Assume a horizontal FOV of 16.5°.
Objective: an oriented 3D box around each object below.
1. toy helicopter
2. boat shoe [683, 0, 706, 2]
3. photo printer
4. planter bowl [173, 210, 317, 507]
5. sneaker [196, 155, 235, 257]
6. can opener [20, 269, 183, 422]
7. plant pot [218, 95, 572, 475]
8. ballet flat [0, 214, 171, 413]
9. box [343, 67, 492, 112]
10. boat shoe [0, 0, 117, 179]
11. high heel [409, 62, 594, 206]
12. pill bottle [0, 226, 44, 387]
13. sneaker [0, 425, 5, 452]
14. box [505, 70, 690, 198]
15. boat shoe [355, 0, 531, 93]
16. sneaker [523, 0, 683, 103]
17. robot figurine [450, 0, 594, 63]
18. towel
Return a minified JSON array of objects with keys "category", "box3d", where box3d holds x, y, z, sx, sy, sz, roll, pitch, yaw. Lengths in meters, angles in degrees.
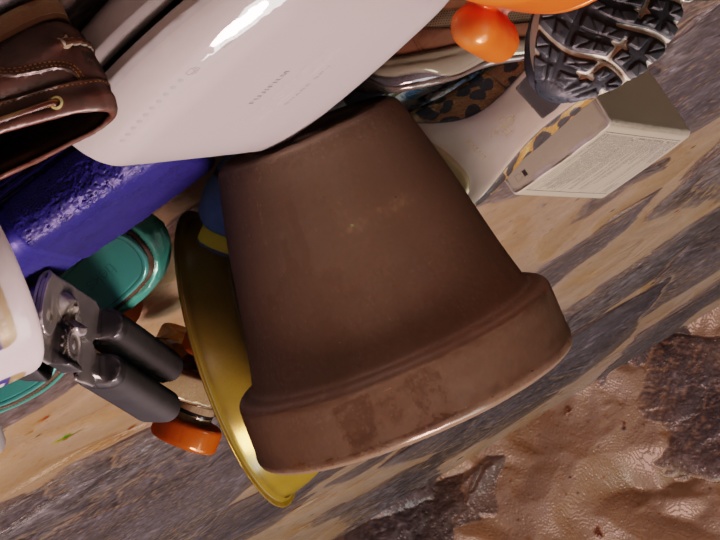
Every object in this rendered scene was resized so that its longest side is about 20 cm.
[{"category":"toy helicopter","box3d":[-0.141,0.059,1.720,0.200,0.132,0.079,-49,159,-84]},{"category":"boat shoe","box3d":[0.229,-0.203,1.661,0.068,0.072,0.200,-44,166,27]},{"category":"photo printer","box3d":[-0.059,-0.123,1.277,0.166,0.069,0.200,-39,166,27]},{"category":"planter bowl","box3d":[-0.042,0.044,1.585,0.083,0.201,0.200,-19,170,11]},{"category":"sneaker","box3d":[-0.046,-0.060,1.565,0.200,0.066,0.079,-34,139,-71]},{"category":"can opener","box3d":[-0.169,0.049,1.491,0.067,0.053,0.200,-2,164,15]},{"category":"plant pot","box3d":[0.000,0.000,1.426,0.200,0.175,0.200,-23,-170,4]},{"category":"ballet flat","box3d":[-0.190,0.027,1.559,0.200,0.067,0.070,-36,-177,25]},{"category":"box","box3d":[0.057,-0.129,1.603,0.137,0.040,0.200,-32,167,2]},{"category":"boat shoe","box3d":[-0.212,-0.052,1.185,0.200,0.070,0.070,-32,168,3]},{"category":"high heel","box3d":[0.084,-0.096,1.580,0.200,0.071,0.143,-31,-174,35]},{"category":"pill bottle","box3d":[-0.273,0.036,1.252,0.200,0.120,0.120,-25,166,-18]},{"category":"sneaker","box3d":[-0.327,0.098,1.532,0.200,0.085,0.073,-16,-154,-3]},{"category":"box","box3d":[0.163,-0.110,1.844,0.095,0.078,0.200,-36,167,19]},{"category":"boat shoe","box3d":[0.079,-0.156,1.448,0.200,0.072,0.076,-17,-170,-31]},{"category":"sneaker","box3d":[0.143,-0.172,1.413,0.200,0.078,0.086,-62,-166,-23]},{"category":"robot figurine","box3d":[0.085,-0.190,1.255,0.117,0.144,0.200,-20,177,17]},{"category":"towel","box3d":[-0.183,-0.029,1.406,0.200,0.050,0.148,-34,174,5]}]
